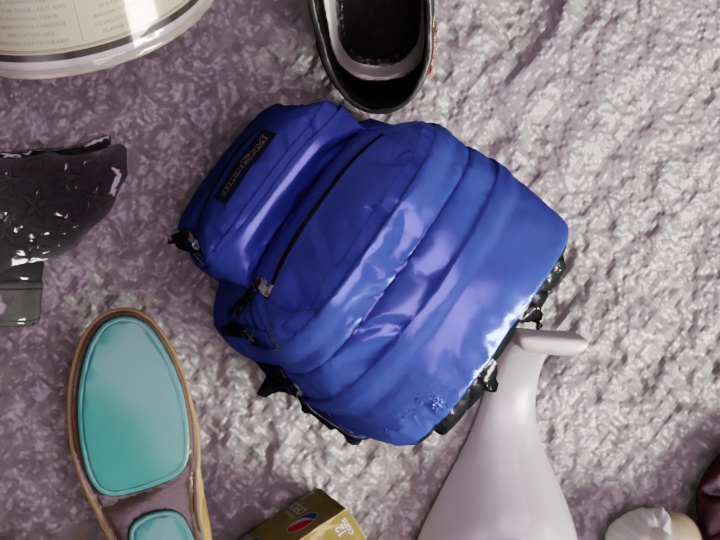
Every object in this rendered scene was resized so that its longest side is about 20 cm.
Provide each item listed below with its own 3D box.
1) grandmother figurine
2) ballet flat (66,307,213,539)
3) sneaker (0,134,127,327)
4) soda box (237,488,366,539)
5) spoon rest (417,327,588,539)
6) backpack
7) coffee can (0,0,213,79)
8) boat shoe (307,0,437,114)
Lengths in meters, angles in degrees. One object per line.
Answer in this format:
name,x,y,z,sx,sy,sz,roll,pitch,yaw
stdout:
grandmother figurine,0.236,0.146,1.413,0.200,0.061,0.122,-11,71,-11
ballet flat,-0.113,0.118,1.309,0.068,0.063,0.201,-11,92,-5
sneaker,-0.223,-0.028,1.266,0.199,0.060,0.104,6,95,-21
soda box,0.006,0.222,1.350,0.068,0.064,0.200,-33,103,-10
spoon rest,0.084,0.122,1.373,0.099,0.061,0.200,5,107,-15
backpack,0.000,0.000,1.255,0.168,0.200,0.163,32,87,-16
coffee can,-0.156,-0.213,1.182,0.146,0.146,0.200,-19,125,-13
boat shoe,0.004,-0.174,1.264,0.073,0.063,0.202,-6,127,4
